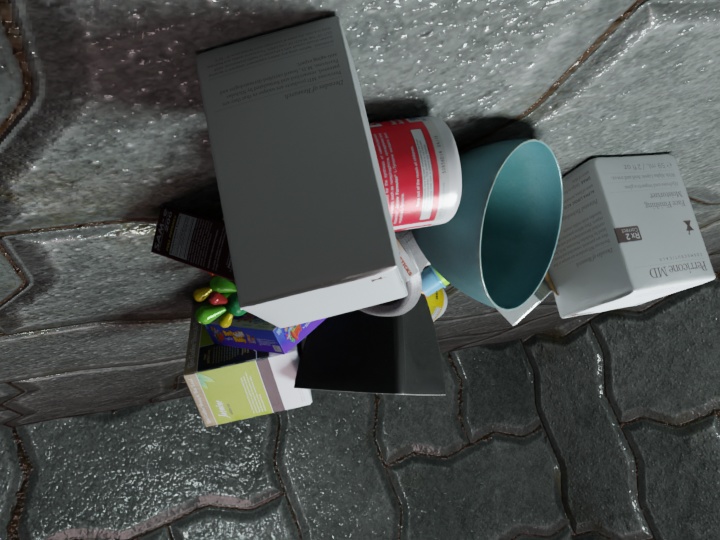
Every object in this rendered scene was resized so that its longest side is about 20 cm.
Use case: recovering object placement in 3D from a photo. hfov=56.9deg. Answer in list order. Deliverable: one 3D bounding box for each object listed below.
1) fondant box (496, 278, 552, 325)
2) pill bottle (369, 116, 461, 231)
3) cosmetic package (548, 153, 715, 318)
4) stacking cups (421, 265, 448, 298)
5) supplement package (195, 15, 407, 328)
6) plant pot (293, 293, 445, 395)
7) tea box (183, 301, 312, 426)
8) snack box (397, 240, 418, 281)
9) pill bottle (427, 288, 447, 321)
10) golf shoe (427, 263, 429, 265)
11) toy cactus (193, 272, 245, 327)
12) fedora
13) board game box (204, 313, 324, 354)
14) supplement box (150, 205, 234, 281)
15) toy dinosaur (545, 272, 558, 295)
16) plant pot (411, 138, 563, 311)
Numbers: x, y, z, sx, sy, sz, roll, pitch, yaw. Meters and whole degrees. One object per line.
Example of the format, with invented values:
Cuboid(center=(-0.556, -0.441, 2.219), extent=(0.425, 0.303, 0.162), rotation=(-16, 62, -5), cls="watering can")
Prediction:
Cuboid(center=(0.226, 0.000, 1.039), extent=(0.058, 0.144, 0.200), rotation=(-47, 168, 20), cls="fondant box")
Cuboid(center=(-0.009, -0.089, 0.667), extent=(0.199, 0.113, 0.112), rotation=(-10, 166, -13), cls="pill bottle")
Cuboid(center=(0.388, -0.050, 1.007), extent=(0.164, 0.201, 0.165), rotation=(-7, 166, -23), cls="cosmetic package")
Cuboid(center=(0.126, 0.017, 1.232), extent=(0.200, 0.061, 0.060), rotation=(-32, 162, 12), cls="stacking cups")
Cuboid(center=(-0.042, -0.069, 0.524), extent=(0.117, 0.201, 0.117), rotation=(-14, 166, 4), cls="supplement package")
Cuboid(center=(0.023, 0.119, 1.137), extent=(0.199, 0.178, 0.199), rotation=(-3, 169, 27), cls="plant pot")
Cuboid(center=(-0.200, 0.148, 1.199), extent=(0.196, 0.200, 0.134), rotation=(-11, 125, 0), cls="tea box")
Cuboid(center=(0.000, 0.000, 0.877), extent=(0.024, 0.072, 0.200), rotation=(-36, -175, -29), cls="snack box")
Cuboid(center=(0.107, 0.057, 1.369), extent=(0.112, 0.113, 0.200), rotation=(-19, 166, 24), cls="pill bottle")
Cuboid(center=(0.067, -0.025, 1.089), extent=(0.199, 0.076, 0.092), rotation=(-9, 169, -11), cls="golf shoe")
Cuboid(center=(-0.148, 0.022, 0.991), extent=(0.165, 0.103, 0.200), rotation=(0, -168, 41), cls="toy cactus")
Cuboid(center=(0.029, -0.029, 0.924), extent=(0.090, 0.177, 0.200), rotation=(-39, 179, -29), cls="fedora")
Cuboid(center=(-0.147, 0.072, 1.083), extent=(0.200, 0.045, 0.134), rotation=(0, -149, 46), cls="board game box")
Cuboid(center=(-0.128, -0.019, 0.756), extent=(0.200, 0.061, 0.109), rotation=(17, -177, 32), cls="supplement box")
Cuboid(center=(0.238, -0.057, 1.020), extent=(0.200, 0.106, 0.060), rotation=(32, 168, -19), cls="toy dinosaur")
Cuboid(center=(0.141, -0.064, 0.811), extent=(0.134, 0.201, 0.200), rotation=(15, -173, 39), cls="plant pot")
